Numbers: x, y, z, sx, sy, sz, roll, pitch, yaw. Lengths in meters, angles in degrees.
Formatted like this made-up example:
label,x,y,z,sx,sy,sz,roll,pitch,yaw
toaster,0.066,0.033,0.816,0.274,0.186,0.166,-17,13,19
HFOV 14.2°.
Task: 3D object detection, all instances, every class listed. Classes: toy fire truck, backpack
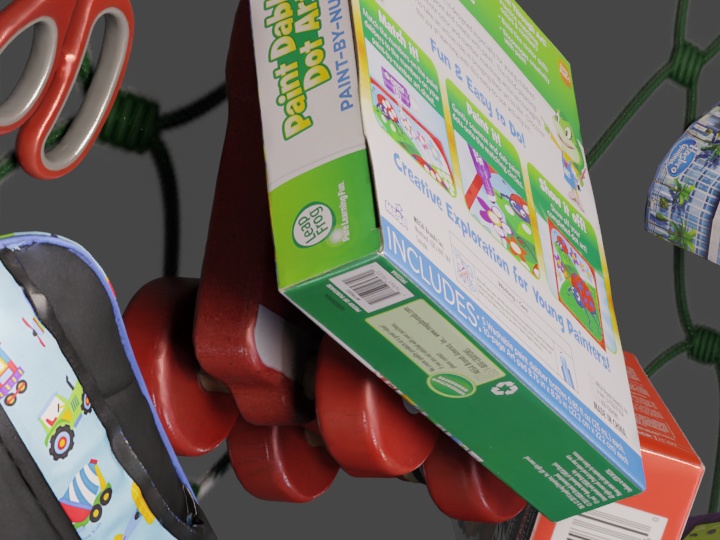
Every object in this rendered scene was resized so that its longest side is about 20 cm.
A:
label,x,y,z,sx,sy,sz,roll,pitch,yaw
toy fire truck,0.000,0.000,1.092,0.200,0.112,0.169,31,66,-58
backpack,-0.147,0.074,0.889,0.183,0.134,0.201,-46,143,-27

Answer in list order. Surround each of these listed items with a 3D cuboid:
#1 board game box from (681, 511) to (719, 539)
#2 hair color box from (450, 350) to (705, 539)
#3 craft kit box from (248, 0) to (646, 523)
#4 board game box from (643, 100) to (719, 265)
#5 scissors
label,x,y,z,sx,sy,sz,roll,pitch,yaw
board game box,0.099,0.153,1.253,0.120,0.200,0.032,-35,100,-32
hair color box,0.086,0.093,1.201,0.200,0.061,0.102,-102,-150,-80
craft kit box,0.029,-0.038,1.025,0.200,0.048,0.199,42,36,-48
board game box,0.269,-0.050,1.341,0.200,0.199,0.062,-36,138,-38
scissors,-0.082,-0.128,0.968,0.073,0.014,0.201,19,93,-55
